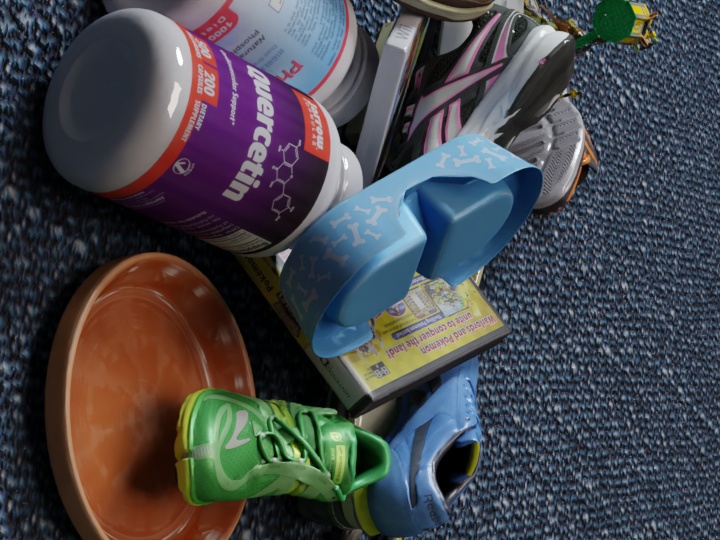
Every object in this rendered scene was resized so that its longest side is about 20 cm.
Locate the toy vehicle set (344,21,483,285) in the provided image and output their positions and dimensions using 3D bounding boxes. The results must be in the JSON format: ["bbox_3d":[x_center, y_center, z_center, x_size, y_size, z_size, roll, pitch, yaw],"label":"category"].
[{"bbox_3d":[0.057,-0.090,1.514,0.200,0.026,0.124,55,40,-41],"label":"toy vehicle set"}]

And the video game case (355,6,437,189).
[{"bbox_3d":[0.033,-0.152,1.340,0.200,0.018,0.143,-68,175,-50],"label":"video game case"}]

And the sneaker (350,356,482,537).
[{"bbox_3d":[0.062,0.114,1.309,0.066,0.078,0.200,66,32,-26],"label":"sneaker"}]

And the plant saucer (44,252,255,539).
[{"bbox_3d":[-0.130,0.089,1.150,0.200,0.032,0.200,16,72,-59],"label":"plant saucer"}]

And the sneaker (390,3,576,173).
[{"bbox_3d":[0.061,-0.101,1.307,0.200,0.086,0.080,-50,156,-5],"label":"sneaker"}]

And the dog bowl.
[{"bbox_3d":[0.030,-0.021,1.201,0.200,0.050,0.112,-32,156,-31],"label":"dog bowl"}]

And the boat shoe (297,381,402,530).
[{"bbox_3d":[-0.007,0.087,1.334,0.073,0.062,0.200,33,57,-49],"label":"boat shoe"}]

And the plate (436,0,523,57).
[{"bbox_3d":[0.091,-0.148,1.429,0.200,0.032,0.200,-32,130,-72],"label":"plate"}]

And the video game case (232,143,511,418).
[{"bbox_3d":[0.000,0.000,1.301,0.181,0.026,0.200,53,33,10],"label":"video game case"}]

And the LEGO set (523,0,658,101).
[{"bbox_3d":[0.161,-0.217,1.571,0.154,0.200,0.116,60,26,12],"label":"LEGO set"}]

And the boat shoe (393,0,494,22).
[{"bbox_3d":[0.027,-0.226,1.220,0.202,0.075,0.075,19,45,-38],"label":"boat shoe"}]

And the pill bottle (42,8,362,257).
[{"bbox_3d":[-0.090,-0.076,1.146,0.200,0.112,0.113,24,64,-47],"label":"pill bottle"}]

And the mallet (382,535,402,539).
[{"bbox_3d":[0.033,0.178,1.416,0.066,0.041,0.200,16,74,-55],"label":"mallet"}]

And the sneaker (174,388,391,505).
[{"bbox_3d":[-0.047,0.110,1.175,0.200,0.084,0.074,8,78,-59],"label":"sneaker"}]

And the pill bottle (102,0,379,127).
[{"bbox_3d":[-0.071,-0.165,1.223,0.200,0.109,0.109,32,58,-53],"label":"pill bottle"}]

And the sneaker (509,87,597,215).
[{"bbox_3d":[0.176,-0.101,1.647,0.200,0.078,0.112,-85,153,-45],"label":"sneaker"}]

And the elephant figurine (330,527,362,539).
[{"bbox_3d":[0.052,0.254,1.263,0.141,0.200,0.155,-19,101,-59],"label":"elephant figurine"}]
